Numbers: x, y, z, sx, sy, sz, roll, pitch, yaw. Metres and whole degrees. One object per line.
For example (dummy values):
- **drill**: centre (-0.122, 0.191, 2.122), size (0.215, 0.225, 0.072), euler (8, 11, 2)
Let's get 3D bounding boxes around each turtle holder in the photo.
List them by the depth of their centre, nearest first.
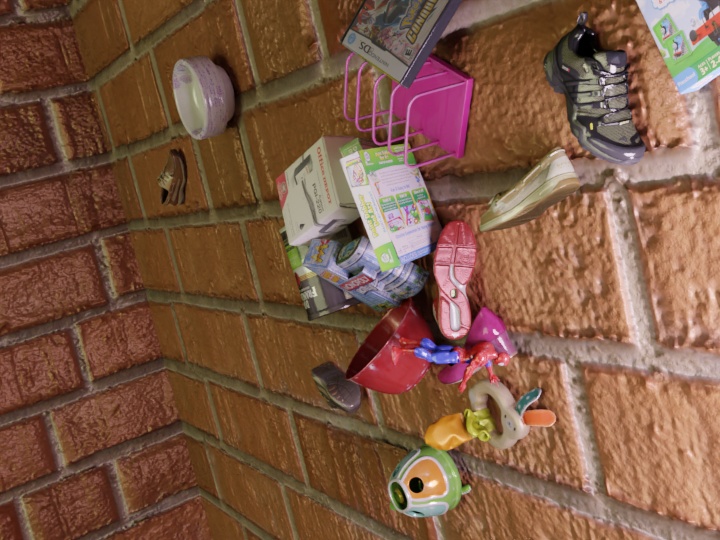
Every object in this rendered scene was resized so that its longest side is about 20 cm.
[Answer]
- **turtle holder**: centre (0.118, 0.425, 1.782), size (0.185, 0.131, 0.143), euler (-4, 103, 61)

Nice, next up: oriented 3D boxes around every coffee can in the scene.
- **coffee can**: centre (-0.072, -0.013, 1.859), size (0.146, 0.145, 0.202), euler (-24, 84, 61)

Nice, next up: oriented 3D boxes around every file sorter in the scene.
- **file sorter**: centre (0.071, -0.279, 1.475), size (0.200, 0.124, 0.140), euler (43, 141, 42)

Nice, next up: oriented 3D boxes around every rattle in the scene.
- **rattle**: centre (0.216, 0.255, 1.514), size (0.200, 0.141, 0.132), euler (-177, 90, -66)

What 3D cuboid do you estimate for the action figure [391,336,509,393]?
- **action figure**: centre (0.158, 0.165, 1.497), size (0.198, 0.065, 0.100), euler (-1, 112, 27)

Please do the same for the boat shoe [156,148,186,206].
- **boat shoe**: centre (-0.574, -0.271, 2.684), size (0.076, 0.073, 0.201), euler (49, 144, 35)

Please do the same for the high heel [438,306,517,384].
- **high heel**: centre (0.188, 0.133, 1.560), size (0.199, 0.067, 0.097), euler (-34, 85, 46)

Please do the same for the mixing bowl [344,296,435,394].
- **mixing bowl**: centre (0.073, 0.160, 1.690), size (0.108, 0.201, 0.200), euler (38, 151, -7)

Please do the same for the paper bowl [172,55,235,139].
- **paper bowl**: centre (-0.386, -0.436, 2.223), size (0.200, 0.103, 0.203), euler (36, 135, 47)

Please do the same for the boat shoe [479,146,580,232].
- **boat shoe**: centre (0.244, -0.114, 1.323), size (0.200, 0.072, 0.064), euler (-37, 67, 57)

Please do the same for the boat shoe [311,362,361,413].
- **boat shoe**: centre (-0.049, 0.285, 2.079), size (0.200, 0.074, 0.074), euler (40, 149, 58)

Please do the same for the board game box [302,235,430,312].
- **board game box**: centre (0.000, 0.000, 1.681), size (0.062, 0.198, 0.200), euler (-68, 16, -17)

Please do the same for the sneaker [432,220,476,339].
- **sneaker**: centre (0.151, 0.014, 1.552), size (0.115, 0.077, 0.203), euler (-172, 88, -81)

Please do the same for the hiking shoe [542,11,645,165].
- **hiking shoe**: centre (0.307, -0.229, 1.134), size (0.201, 0.075, 0.101), euler (62, 153, 20)

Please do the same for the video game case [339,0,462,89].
- **video game case**: centre (0.071, -0.411, 1.398), size (0.181, 0.025, 0.201), euler (44, 107, 41)

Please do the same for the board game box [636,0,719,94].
- **board game box**: centre (0.378, -0.325, 0.995), size (0.151, 0.036, 0.202), euler (-38, 71, 61)

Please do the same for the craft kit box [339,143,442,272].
- **craft kit box**: centre (0.061, -0.113, 1.511), size (0.048, 0.199, 0.200), euler (-18, 91, 30)

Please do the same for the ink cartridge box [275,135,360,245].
- **ink cartridge box**: centre (-0.072, -0.149, 1.693), size (0.199, 0.084, 0.147), euler (-31, 68, 50)

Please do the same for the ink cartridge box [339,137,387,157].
- **ink cartridge box**: centre (0.042, -0.134, 1.597), size (0.048, 0.145, 0.202), euler (-25, 82, 22)
